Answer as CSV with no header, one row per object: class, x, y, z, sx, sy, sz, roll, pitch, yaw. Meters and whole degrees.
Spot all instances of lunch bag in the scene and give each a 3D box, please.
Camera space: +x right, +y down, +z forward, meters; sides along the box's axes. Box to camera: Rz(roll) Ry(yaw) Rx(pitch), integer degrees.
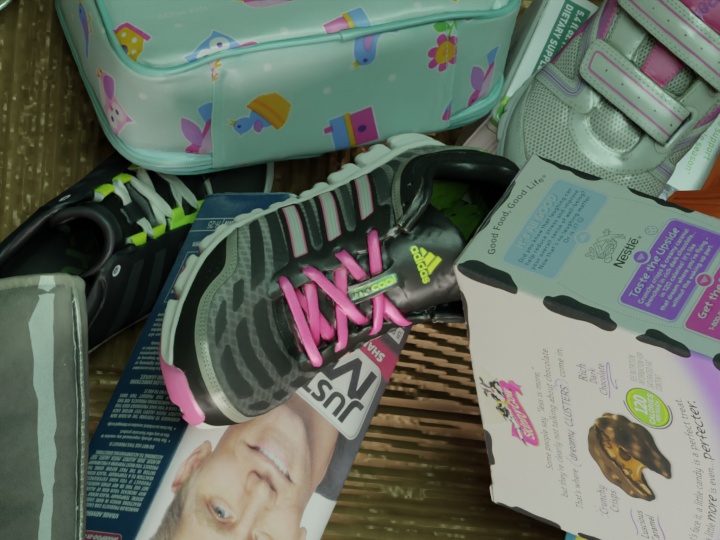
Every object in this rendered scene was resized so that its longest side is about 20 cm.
lunch bag,-0.033,-0.126,1.314,0.199,0.077,0.161,-11,44,-17

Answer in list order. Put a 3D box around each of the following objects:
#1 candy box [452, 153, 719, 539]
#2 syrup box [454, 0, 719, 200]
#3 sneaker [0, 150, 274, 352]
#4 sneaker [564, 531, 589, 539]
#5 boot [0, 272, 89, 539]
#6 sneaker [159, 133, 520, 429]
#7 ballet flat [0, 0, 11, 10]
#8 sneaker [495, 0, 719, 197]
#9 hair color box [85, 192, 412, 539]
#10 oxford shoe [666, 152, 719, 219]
candy box,0.147,0.058,1.207,0.199,0.168,0.072,21,57,24
syrup box,0.150,-0.045,1.372,0.199,0.081,0.079,28,69,-6
sneaker,-0.107,-0.009,1.281,0.072,0.083,0.200,47,66,1
sneaker,0.168,0.133,1.301,0.130,0.080,0.200,-30,48,-17
boot,-0.176,0.114,1.186,0.181,0.073,0.201,-16,83,20
sneaker,0.000,0.000,1.213,0.200,0.087,0.074,-36,114,-39
ballet flat,-0.163,-0.176,1.334,0.072,0.072,0.201,30,69,-6
sneaker,0.130,-0.095,1.290,0.081,0.088,0.200,34,67,-4
hair color box,-0.057,0.076,1.260,0.100,0.060,0.201,42,62,-38
oxford shoe,0.201,-0.035,1.315,0.200,0.071,0.073,-43,110,-18
